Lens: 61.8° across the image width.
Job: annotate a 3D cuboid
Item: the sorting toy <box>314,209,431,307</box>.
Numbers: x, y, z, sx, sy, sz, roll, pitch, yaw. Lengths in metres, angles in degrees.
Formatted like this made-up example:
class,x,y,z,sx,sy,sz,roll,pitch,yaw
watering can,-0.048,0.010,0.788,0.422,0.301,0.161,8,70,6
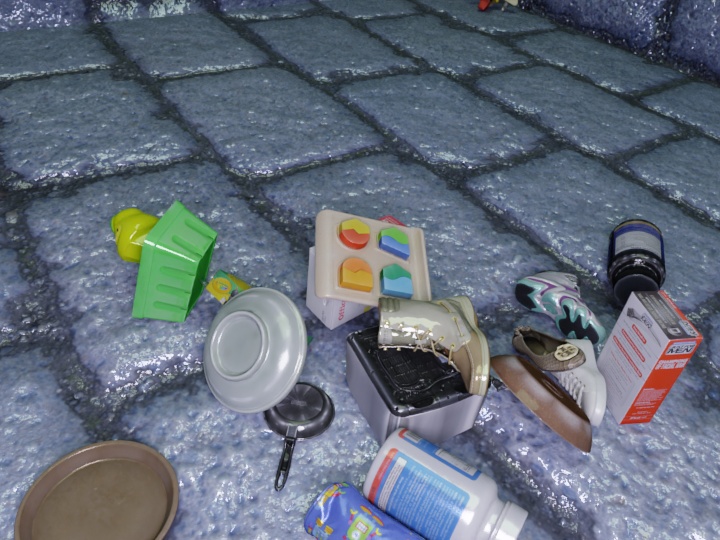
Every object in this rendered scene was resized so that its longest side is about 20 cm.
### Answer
class,x,y,z,sx,sy,sz,roll,pitch,yaw
sorting toy,0.022,-0.021,1.031,0.199,0.037,0.186,8,53,-14

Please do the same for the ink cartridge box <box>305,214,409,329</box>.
class,x,y,z,sx,sy,sz,roll,pitch,yaw
ink cartridge box,0.000,0.000,1.134,0.200,0.146,0.083,-25,49,-34

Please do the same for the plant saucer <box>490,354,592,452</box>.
class,x,y,z,sx,sy,sz,roll,pitch,yaw
plant saucer,0.285,0.193,0.928,0.200,0.037,0.200,39,10,-9

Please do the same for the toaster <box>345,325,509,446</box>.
class,x,y,z,sx,sy,sz,roll,pitch,yaw
toaster,0.093,0.176,0.951,0.180,0.119,0.200,-14,43,-23

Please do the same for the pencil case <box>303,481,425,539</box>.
class,x,y,z,sx,sy,sz,roll,pitch,yaw
pencil case,0.025,0.347,0.760,0.199,0.078,0.087,27,72,23

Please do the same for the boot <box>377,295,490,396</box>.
class,x,y,z,sx,sy,sz,roll,pitch,yaw
boot,0.102,0.106,0.888,0.154,0.072,0.200,2,34,-7

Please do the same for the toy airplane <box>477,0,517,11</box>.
class,x,y,z,sx,sy,sz,roll,pitch,yaw
toy airplane,0.639,-1.338,2.893,0.198,0.141,0.201,-11,73,-2

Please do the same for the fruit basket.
class,x,y,z,sx,sy,sz,roll,pitch,yaw
fruit basket,-0.372,-0.030,1.071,0.215,0.216,0.156,11,39,5

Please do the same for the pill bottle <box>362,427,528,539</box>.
class,x,y,z,sx,sy,sz,roll,pitch,yaw
pill bottle,0.112,0.305,0.800,0.199,0.113,0.112,26,42,23

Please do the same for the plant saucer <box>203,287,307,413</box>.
class,x,y,z,sx,sy,sz,roll,pitch,yaw
plant saucer,-0.178,0.119,0.937,0.200,0.201,0.050,35,3,31

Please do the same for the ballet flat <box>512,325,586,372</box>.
class,x,y,z,sx,sy,sz,roll,pitch,yaw
ballet flat,0.311,0.128,1.022,0.067,0.047,0.200,-21,9,-7

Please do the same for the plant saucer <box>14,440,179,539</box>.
class,x,y,z,sx,sy,sz,roll,pitch,yaw
plant saucer,-0.340,0.314,0.789,0.199,0.030,0.201,4,39,-3

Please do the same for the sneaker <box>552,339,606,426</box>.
class,x,y,z,sx,sy,sz,roll,pitch,yaw
sneaker,0.360,0.187,1.023,0.084,0.073,0.200,7,27,5

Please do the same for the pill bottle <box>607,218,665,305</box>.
class,x,y,z,sx,sy,sz,roll,pitch,yaw
pill bottle,0.578,-0.014,1.263,0.111,0.112,0.200,17,40,12

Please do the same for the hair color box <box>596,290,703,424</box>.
class,x,y,z,sx,sy,sz,roll,pitch,yaw
hair color box,0.456,0.144,0.979,0.064,0.201,0.111,-2,40,-11

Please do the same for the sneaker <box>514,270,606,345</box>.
class,x,y,z,sx,sy,sz,roll,pitch,yaw
sneaker,0.420,0.056,1.181,0.140,0.078,0.200,-24,48,-32

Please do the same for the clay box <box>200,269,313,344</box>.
class,x,y,z,sx,sy,sz,roll,pitch,yaw
clay box,-0.184,0.066,1.053,0.200,0.115,0.048,38,91,31

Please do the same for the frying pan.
class,x,y,z,sx,sy,sz,roll,pitch,yaw
frying pan,-0.115,0.235,0.923,0.115,0.031,0.190,22,38,21
